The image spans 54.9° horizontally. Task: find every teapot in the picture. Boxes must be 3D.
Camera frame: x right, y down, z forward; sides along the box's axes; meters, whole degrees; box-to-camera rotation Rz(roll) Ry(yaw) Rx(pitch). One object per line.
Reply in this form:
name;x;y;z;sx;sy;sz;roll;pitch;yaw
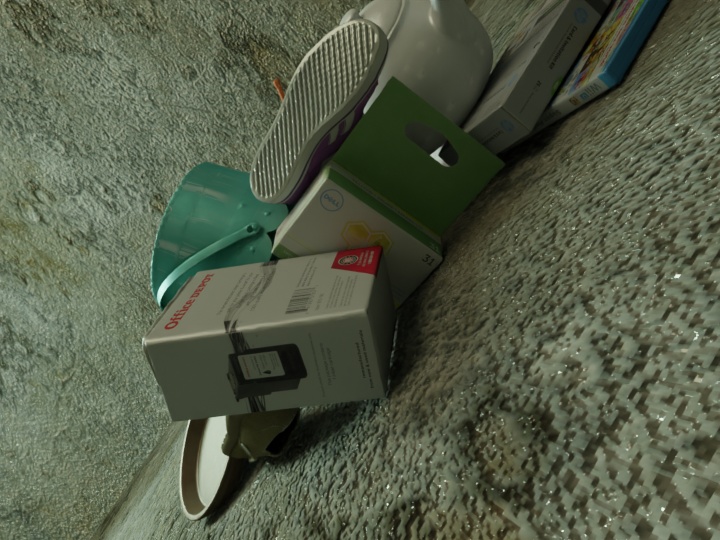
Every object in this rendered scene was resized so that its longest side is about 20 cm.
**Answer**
teapot;0.034;-0.221;0.749;0.202;0.145;0.198;-54;25;8

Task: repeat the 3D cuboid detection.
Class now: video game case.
video game case;0.206;-0.195;0.650;0.144;0.018;0.200;-56;8;-15

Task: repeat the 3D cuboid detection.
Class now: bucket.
bucket;-0.145;-0.019;0.811;0.207;0.132;0.212;19;-90;-83

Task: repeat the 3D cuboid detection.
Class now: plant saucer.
plant saucer;-0.192;0.224;0.915;0.200;0.029;0.204;-41;40;45

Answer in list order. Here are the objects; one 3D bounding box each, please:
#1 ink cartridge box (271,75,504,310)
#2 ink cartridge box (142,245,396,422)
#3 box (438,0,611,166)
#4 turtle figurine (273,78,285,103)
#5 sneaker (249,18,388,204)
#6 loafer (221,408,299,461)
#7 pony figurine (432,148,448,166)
ink cartridge box;0.025;-0.059;0.670;0.200;0.144;0.048;-48;20;30
ink cartridge box;-0.073;0.053;0.630;0.195;0.085;0.146;-9;22;11
box;0.168;-0.203;0.696;0.202;0.041;0.156;-56;8;-14
turtle figurine;-0.045;-0.156;0.904;0.158;0.204;0.064;-4;19;29
sneaker;-0.021;-0.150;0.688;0.113;0.073;0.201;-1;-41;-52
loafer;-0.105;0.169;0.745;0.077;0.066;0.201;-61;-6;-24
pony figurine;0.093;-0.203;0.938;0.192;0.167;0.200;-40;-1;27
